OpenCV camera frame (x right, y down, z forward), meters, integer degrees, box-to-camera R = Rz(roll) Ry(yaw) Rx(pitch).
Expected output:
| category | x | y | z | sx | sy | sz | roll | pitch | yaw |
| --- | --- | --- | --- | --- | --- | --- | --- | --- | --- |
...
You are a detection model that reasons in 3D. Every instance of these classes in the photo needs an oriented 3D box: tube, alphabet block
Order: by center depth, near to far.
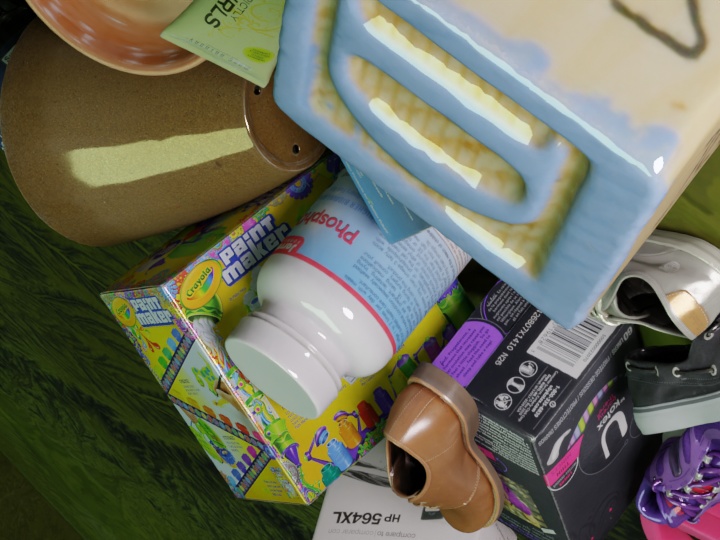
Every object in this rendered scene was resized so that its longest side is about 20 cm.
| category | x | y | z | sx | sy | sz | roll | pitch | yaw |
| --- | --- | --- | --- | --- | --- | --- | --- | --- | --- |
| alphabet block | 0.096 | -0.129 | 0.912 | 0.195 | 0.200 | 0.196 | 38 | 161 | 6 |
| tube | -0.054 | -0.175 | 1.231 | 0.058 | 0.052 | 0.200 | 60 | 145 | 9 |

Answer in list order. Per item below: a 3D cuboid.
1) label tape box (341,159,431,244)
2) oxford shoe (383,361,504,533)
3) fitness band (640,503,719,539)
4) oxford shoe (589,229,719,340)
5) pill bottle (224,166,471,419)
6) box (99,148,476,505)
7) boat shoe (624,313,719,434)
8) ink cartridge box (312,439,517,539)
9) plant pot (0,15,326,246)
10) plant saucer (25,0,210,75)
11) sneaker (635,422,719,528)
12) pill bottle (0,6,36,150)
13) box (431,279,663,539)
| category | x | y | z | sx | sy | sz | roll | pitch | yaw |
| --- | --- | --- | --- | --- | --- | --- | --- | --- | --- |
| label tape box | 0.041 | -0.106 | 1.216 | 0.145 | 0.063 | 0.200 | 61 | 159 | -3 |
| oxford shoe | 0.051 | 0.141 | 1.425 | 0.071 | 0.071 | 0.200 | 30 | 160 | 30 |
| fitness band | 0.304 | 0.234 | 1.582 | 0.200 | 0.037 | 0.144 | 26 | 157 | 37 |
| oxford shoe | 0.163 | 0.007 | 1.308 | 0.075 | 0.058 | 0.200 | 47 | 162 | -27 |
| pill bottle | 0.000 | 0.000 | 1.375 | 0.109 | 0.200 | 0.109 | 34 | 160 | 14 |
| box | -0.045 | 0.034 | 1.480 | 0.193 | 0.200 | 0.122 | 58 | 154 | -14 |
| boat shoe | 0.234 | 0.056 | 1.281 | 0.200 | 0.070 | 0.066 | -25 | 85 | 63 |
| ink cartridge box | 0.052 | 0.192 | 1.648 | 0.146 | 0.200 | 0.084 | 0 | 143 | 22 |
| plant pot | -0.120 | -0.112 | 1.432 | 0.200 | 0.187 | 0.187 | 0 | 138 | 41 |
| plant saucer | -0.154 | -0.224 | 1.315 | 0.200 | 0.037 | 0.201 | 17 | 128 | 23 |
| sneaker | 0.247 | 0.142 | 1.410 | 0.081 | 0.083 | 0.200 | 38 | 160 | 6 |
| pill bottle | -0.272 | -0.149 | 1.689 | 0.200 | 0.112 | 0.112 | 38 | 161 | 4 |
| box | 0.139 | 0.109 | 1.476 | 0.106 | 0.122 | 0.200 | 29 | 158 | 32 |
